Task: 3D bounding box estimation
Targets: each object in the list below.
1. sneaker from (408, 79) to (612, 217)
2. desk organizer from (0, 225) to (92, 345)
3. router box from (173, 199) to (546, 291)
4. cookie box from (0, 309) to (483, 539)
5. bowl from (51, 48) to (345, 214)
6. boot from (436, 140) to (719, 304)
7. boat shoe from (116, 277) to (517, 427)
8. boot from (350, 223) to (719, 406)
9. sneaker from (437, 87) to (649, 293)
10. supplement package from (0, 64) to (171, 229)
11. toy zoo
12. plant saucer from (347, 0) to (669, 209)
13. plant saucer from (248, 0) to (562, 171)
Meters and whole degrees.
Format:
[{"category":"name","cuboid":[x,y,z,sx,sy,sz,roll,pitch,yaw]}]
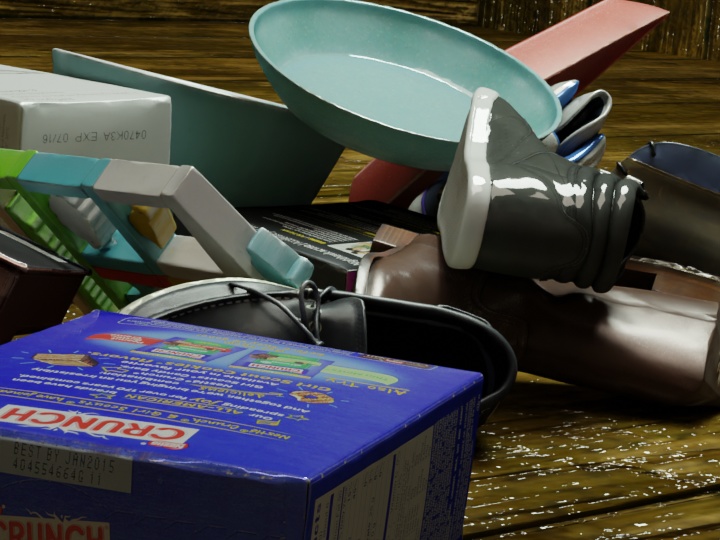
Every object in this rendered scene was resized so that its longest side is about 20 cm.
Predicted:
[{"category":"sneaker","cuboid":[0.131,-0.073,1.628,0.146,0.081,0.200,-37,-8,34]},{"category":"desk organizer","cuboid":[-0.184,0.018,1.121,0.071,0.077,0.200,26,0,2]},{"category":"router box","cuboid":[0.000,0.000,1.412,0.148,0.052,0.200,-3,12,-32]},{"category":"cookie box","cuboid":[-0.066,0.074,0.863,0.170,0.076,0.200,8,10,18]},{"category":"bowl","cuboid":[-0.110,-0.067,1.543,0.199,0.106,0.201,14,5,-1]},{"category":"boot","cuboid":[0.150,-0.038,1.438,0.199,0.098,0.075,23,-13,9]},{"category":"boat shoe","cuboid":[-0.020,0.040,1.087,0.198,0.075,0.062,6,-12,-23]},{"category":"boot","cuboid":[0.091,0.041,1.209,0.198,0.065,0.187,16,27,3]},{"category":"sneaker","cuboid":[0.095,-0.038,1.260,0.098,0.071,0.200,13,19,-3]},{"category":"supplement package","cuboid":[-0.220,-0.058,1.450,0.199,0.118,0.116,13,14,43]},{"category":"toy zoo","cuboid":[-0.095,-0.004,1.186,0.199,0.021,0.131,8,-35,46]},{"category":"plant saucer","cuboid":[0.092,-0.111,1.676,0.199,0.037,0.200,-30,-9,-42]},{"category":"plant saucer","cuboid":[0.024,-0.109,1.484,0.198,0.036,0.200,15,26,-7]}]
